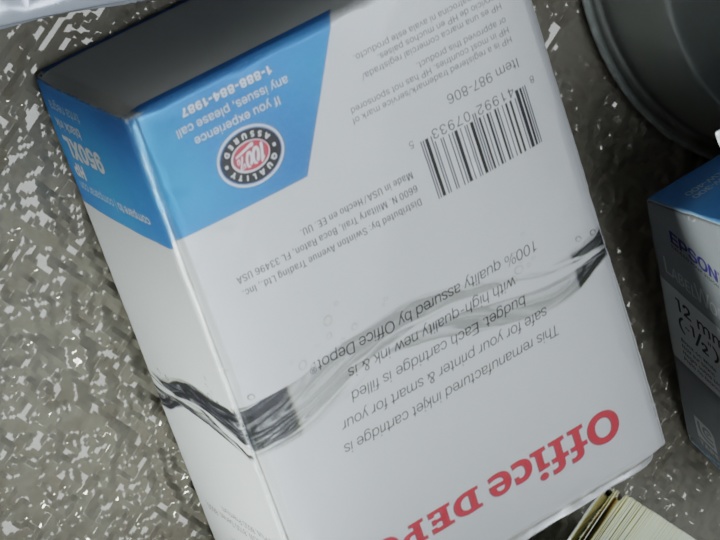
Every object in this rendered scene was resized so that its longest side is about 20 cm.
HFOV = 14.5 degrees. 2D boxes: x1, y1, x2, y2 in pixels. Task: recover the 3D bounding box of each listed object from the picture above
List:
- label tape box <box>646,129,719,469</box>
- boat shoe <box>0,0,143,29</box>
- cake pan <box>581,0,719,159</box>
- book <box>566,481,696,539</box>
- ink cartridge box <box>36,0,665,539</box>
[{"bbox_3d":[0.180,-0.022,1.014,0.143,0.066,0.200,-30,135,-14],"label":"label tape box"},{"bbox_3d":[-0.085,-0.117,0.871,0.200,0.072,0.062,-18,114,-22],"label":"boat shoe"},{"bbox_3d":[0.170,-0.132,1.036,0.200,0.037,0.200,-8,107,-29],"label":"cake pan"},{"bbox_3d":[0.057,0.183,1.014,0.200,0.048,0.134,-54,162,-8],"label":"book"},{"bbox_3d":[0.000,0.000,0.944,0.145,0.084,0.200,-28,115,-21],"label":"ink cartridge box"}]
